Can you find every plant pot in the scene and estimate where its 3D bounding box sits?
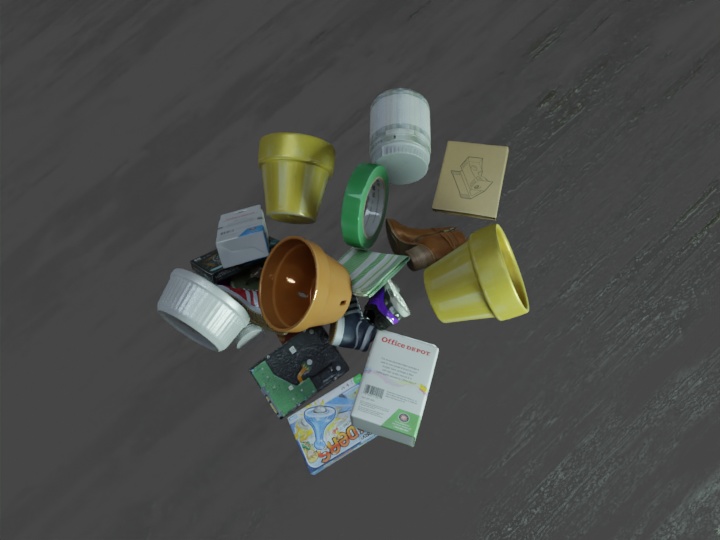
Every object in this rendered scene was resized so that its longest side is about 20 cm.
[{"bbox_3d":[-0.112,0.040,1.202,0.197,0.138,0.205,-13,70,41],"label":"plant pot"},{"bbox_3d":[0.248,0.026,1.205,0.186,0.200,0.205,-22,63,21],"label":"plant pot"},{"bbox_3d":[-0.170,-0.227,1.410,0.196,0.200,0.194,4,84,15],"label":"plant pot"}]

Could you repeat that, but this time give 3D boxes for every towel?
[{"bbox_3d":[0.000,0.000,1.282,0.152,0.024,0.198,-42,30,-28],"label":"towel"}]

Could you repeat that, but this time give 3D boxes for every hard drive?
[{"bbox_3d":[-0.141,0.228,1.270,0.198,0.038,0.141,-36,87,-3],"label":"hard drive"}]

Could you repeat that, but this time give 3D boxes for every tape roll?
[{"bbox_3d":[0.013,-0.156,1.325,0.047,0.201,0.204,13,71,19],"label":"tape roll"}]

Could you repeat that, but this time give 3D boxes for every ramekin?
[{"bbox_3d":[-0.345,0.093,1.183,0.199,0.204,0.095,22,66,21],"label":"ramekin"}]

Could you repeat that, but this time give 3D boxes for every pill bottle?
[{"bbox_3d":[-0.313,0.094,1.354,0.111,0.113,0.201,-35,64,-2],"label":"pill bottle"}]

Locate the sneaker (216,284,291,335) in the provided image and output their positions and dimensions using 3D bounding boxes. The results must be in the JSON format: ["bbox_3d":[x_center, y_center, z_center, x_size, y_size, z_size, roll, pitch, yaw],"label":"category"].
[{"bbox_3d":[-0.237,0.062,1.281,0.197,0.072,0.114,26,51,0],"label":"sneaker"}]

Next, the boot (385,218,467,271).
[{"bbox_3d":[0.155,-0.086,1.331,0.152,0.078,0.200,-22,36,-13],"label":"boot"}]

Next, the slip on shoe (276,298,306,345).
[{"bbox_3d":[-0.128,0.100,1.323,0.201,0.061,0.074,-52,37,-9],"label":"slip on shoe"}]

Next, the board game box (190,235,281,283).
[{"bbox_3d":[-0.305,-0.036,1.355,0.198,0.029,0.134,-28,31,-30],"label":"board game box"}]

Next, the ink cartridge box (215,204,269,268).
[{"bbox_3d":[-0.284,-0.088,1.336,0.113,0.068,0.201,-15,26,-4],"label":"ink cartridge box"}]

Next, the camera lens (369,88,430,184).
[{"bbox_3d":[0.101,-0.346,1.405,0.156,0.160,0.205,-4,67,12],"label":"camera lens"}]

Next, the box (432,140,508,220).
[{"bbox_3d":[0.280,-0.231,1.388,0.160,0.021,0.204,9,70,18],"label":"box"}]

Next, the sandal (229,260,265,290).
[{"bbox_3d":[-0.242,-0.005,1.361,0.080,0.058,0.200,42,51,17],"label":"sandal"}]

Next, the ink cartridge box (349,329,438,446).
[{"bbox_3d":[0.075,0.250,1.180,0.141,0.085,0.203,15,62,11],"label":"ink cartridge box"}]

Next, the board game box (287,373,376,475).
[{"bbox_3d":[-0.051,0.342,1.226,0.197,0.035,0.137,-31,64,0],"label":"board game box"}]

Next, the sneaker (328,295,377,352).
[{"bbox_3d":[-0.012,0.106,1.298,0.106,0.071,0.203,17,44,-11],"label":"sneaker"}]

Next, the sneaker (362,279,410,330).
[{"bbox_3d":[0.042,0.070,1.254,0.099,0.070,0.201,-41,22,9],"label":"sneaker"}]
